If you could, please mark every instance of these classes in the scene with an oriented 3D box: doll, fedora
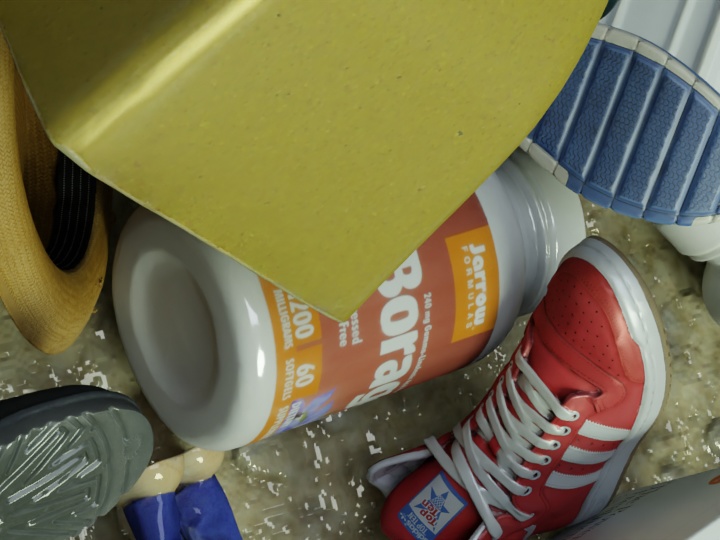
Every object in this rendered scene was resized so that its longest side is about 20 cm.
[{"bbox_3d":[-0.046,0.175,0.952,0.201,0.048,0.136,63,24,5],"label":"doll"},{"bbox_3d":[-0.158,-0.057,0.912,0.081,0.201,0.202,-5,82,7],"label":"fedora"}]

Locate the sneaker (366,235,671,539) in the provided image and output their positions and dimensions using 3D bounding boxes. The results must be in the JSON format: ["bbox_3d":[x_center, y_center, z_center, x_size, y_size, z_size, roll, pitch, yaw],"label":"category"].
[{"bbox_3d":[0.065,0.071,0.978,0.112,0.201,0.071,-25,59,-21],"label":"sneaker"}]

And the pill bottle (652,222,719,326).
[{"bbox_3d":[0.240,0.012,1.105,0.200,0.111,0.111,42,67,-13],"label":"pill bottle"}]

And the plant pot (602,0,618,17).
[{"bbox_3d":[0.031,-0.225,1.011,0.186,0.200,0.202,7,78,-9],"label":"plant pot"}]

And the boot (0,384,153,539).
[{"bbox_3d":[-0.197,0.038,0.862,0.164,0.066,0.200,-24,48,-24],"label":"boot"}]

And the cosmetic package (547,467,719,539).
[{"bbox_3d":[0.108,0.147,0.981,0.199,0.150,0.052,-27,94,-37],"label":"cosmetic package"}]

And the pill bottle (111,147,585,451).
[{"bbox_3d":[0.000,0.000,0.988,0.199,0.112,0.113,-18,89,-34],"label":"pill bottle"}]

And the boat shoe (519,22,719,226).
[{"bbox_3d":[0.089,-0.085,0.993,0.199,0.072,0.073,29,106,11],"label":"boat shoe"}]

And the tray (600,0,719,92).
[{"bbox_3d":[0.156,-0.156,1.097,0.107,0.022,0.201,16,77,24],"label":"tray"}]

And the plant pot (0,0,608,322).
[{"bbox_3d":[-0.016,-0.139,0.834,0.194,0.200,0.196,33,24,-53],"label":"plant pot"}]
